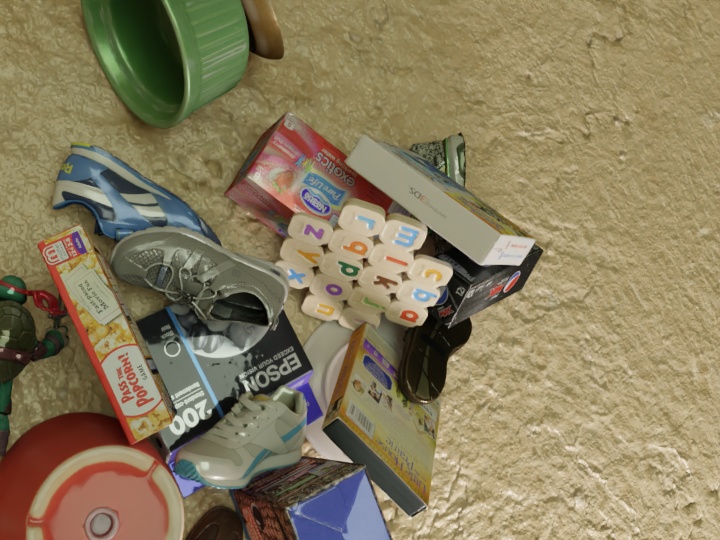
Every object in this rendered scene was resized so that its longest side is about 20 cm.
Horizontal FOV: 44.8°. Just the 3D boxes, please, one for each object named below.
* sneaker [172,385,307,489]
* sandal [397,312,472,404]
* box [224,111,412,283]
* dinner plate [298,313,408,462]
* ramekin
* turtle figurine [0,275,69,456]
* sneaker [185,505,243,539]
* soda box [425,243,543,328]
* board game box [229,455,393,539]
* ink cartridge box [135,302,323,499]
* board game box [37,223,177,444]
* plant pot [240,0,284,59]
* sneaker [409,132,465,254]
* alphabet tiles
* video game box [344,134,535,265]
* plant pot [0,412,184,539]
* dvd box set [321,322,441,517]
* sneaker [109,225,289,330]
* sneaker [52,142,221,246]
[{"bbox_3d":[-0.124,0.172,0.915,0.199,0.076,0.082,-7,109,-64],"label":"sneaker"},{"bbox_3d":[0.085,0.099,1.097,0.082,0.055,0.201,40,40,-12],"label":"sandal"},{"bbox_3d":[-0.049,-0.081,1.056,0.199,0.094,0.103,36,68,-17],"label":"box"},{"bbox_3d":[0.011,0.148,1.090,0.198,0.024,0.203,5,79,-26],"label":"dinner plate"},{"bbox_3d":[-0.211,-0.267,0.955,0.097,0.199,0.202,-32,96,-34],"label":"ramekin"},{"bbox_3d":[-0.372,0.077,0.876,0.148,0.100,0.203,20,79,-22],"label":"turtle figurine"},{"bbox_3d":[-0.171,0.356,0.937,0.070,0.075,0.202,29,71,-19],"label":"sneaker"},{"bbox_3d":[0.152,0.004,1.108,0.063,0.071,0.199,39,33,23],"label":"soda box"},{"bbox_3d":[-0.046,0.297,0.938,0.096,0.200,0.161,-21,90,-25],"label":"board game box"},{"bbox_3d":[-0.157,0.121,0.992,0.197,0.043,0.202,-27,90,-27],"label":"ink cartridge box"},{"bbox_3d":[-0.243,0.064,0.860,0.046,0.151,0.202,-25,89,-12],"label":"board game box"},{"bbox_3d":[-0.149,-0.328,0.997,0.027,0.200,0.202,-30,96,-9],"label":"plant pot"},{"bbox_3d":[0.095,-0.082,1.158,0.087,0.077,0.203,1,83,7],"label":"sneaker"},{"bbox_3d":[0.000,0.000,1.013,0.193,0.201,0.015,18,46,-7],"label":"alphabet tiles"},{"bbox_3d":[0.098,-0.079,1.025,0.199,0.182,0.047,38,106,18],"label":"video game box"},{"bbox_3d":[-0.262,0.240,0.854,0.198,0.177,0.204,4,80,-25],"label":"plant pot"},{"bbox_3d":[0.031,0.164,1.000,0.146,0.029,0.201,46,25,-14],"label":"dvd box set"},{"bbox_3d":[-0.170,0.011,0.937,0.197,0.075,0.082,12,35,-13],"label":"sneaker"},{"bbox_3d":[-0.248,-0.059,0.972,0.199,0.074,0.083,31,75,-13],"label":"sneaker"}]
